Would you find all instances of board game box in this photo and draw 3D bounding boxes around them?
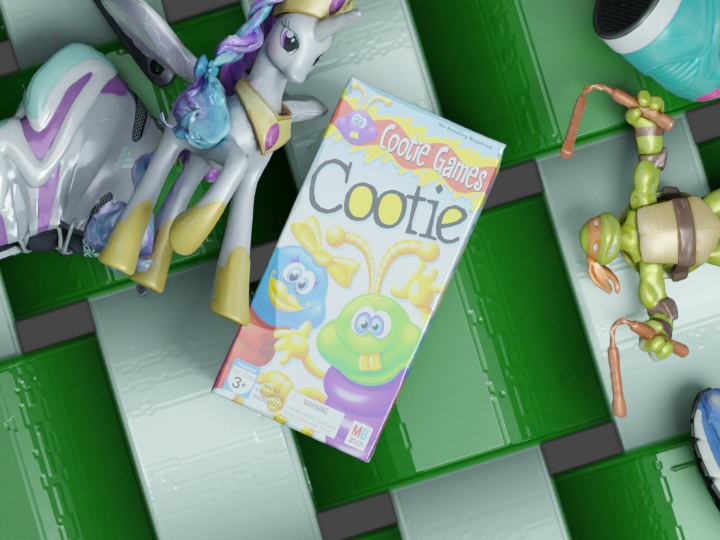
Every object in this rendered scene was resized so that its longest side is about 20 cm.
[{"bbox_3d":[0.000,0.000,1.553,0.104,0.103,0.201,23,89,2],"label":"board game box"}]

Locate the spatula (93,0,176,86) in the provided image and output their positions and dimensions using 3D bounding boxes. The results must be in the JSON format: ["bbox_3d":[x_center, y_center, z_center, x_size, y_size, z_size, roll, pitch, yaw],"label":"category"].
[{"bbox_3d":[-0.175,-0.195,1.604,0.056,0.021,0.200,-38,90,12],"label":"spatula"}]

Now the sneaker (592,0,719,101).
[{"bbox_3d":[0.220,-0.179,1.567,0.121,0.083,0.201,43,58,-29],"label":"sneaker"}]

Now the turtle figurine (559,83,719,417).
[{"bbox_3d":[0.199,-0.013,1.569,0.160,0.064,0.202,-3,79,-6],"label":"turtle figurine"}]

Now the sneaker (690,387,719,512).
[{"bbox_3d":[0.271,0.144,1.547,0.089,0.079,0.200,-40,76,-2],"label":"sneaker"}]

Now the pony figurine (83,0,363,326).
[{"bbox_3d":[-0.083,-0.084,1.490,0.166,0.193,0.201,26,85,-34],"label":"pony figurine"}]

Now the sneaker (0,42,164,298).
[{"bbox_3d":[-0.187,-0.023,1.571,0.140,0.078,0.200,43,90,3],"label":"sneaker"}]
